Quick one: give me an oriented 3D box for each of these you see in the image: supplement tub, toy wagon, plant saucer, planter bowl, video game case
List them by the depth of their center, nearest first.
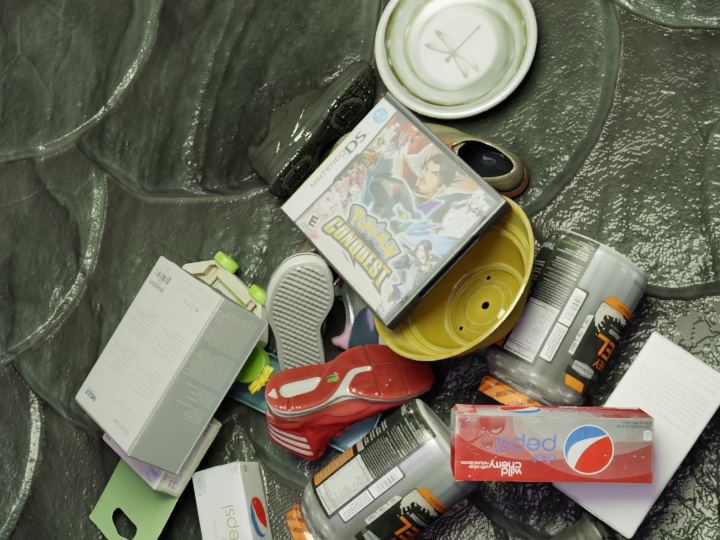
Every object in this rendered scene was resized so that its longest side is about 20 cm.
[{"bbox_3d":[0.116,0.021,1.076,0.200,0.083,0.201,-24,47,29],"label":"planter bowl"},{"bbox_3d":[0.032,-0.068,1.085,0.181,0.025,0.200,-46,61,6],"label":"video game case"},{"bbox_3d":[0.218,0.067,1.105,0.122,0.123,0.201,28,88,18],"label":"supplement tub"},{"bbox_3d":[0.023,0.248,1.122,0.200,0.123,0.123,-39,72,6],"label":"supplement tub"},{"bbox_3d":[-0.071,0.157,1.220,0.199,0.019,0.070,23,85,17],"label":"plant saucer"},{"bbox_3d":[0.119,-0.277,1.237,0.199,0.050,0.201,-3,79,14],"label":"plant saucer"},{"bbox_3d":[-0.174,0.079,1.238,0.200,0.040,0.155,42,92,26],"label":"toy wagon"}]

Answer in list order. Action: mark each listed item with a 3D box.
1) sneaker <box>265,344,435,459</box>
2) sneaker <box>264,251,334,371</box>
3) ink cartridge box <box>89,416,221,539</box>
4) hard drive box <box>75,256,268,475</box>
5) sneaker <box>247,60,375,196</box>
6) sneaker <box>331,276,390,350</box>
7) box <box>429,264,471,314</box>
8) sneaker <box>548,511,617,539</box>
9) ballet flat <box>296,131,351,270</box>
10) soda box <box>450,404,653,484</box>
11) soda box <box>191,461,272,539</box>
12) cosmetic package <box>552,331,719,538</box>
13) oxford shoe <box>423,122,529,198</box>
[{"bbox_3d":[-0.017,0.155,1.168,0.199,0.116,0.079,-5,49,-15],"label":"sneaker"},{"bbox_3d":[-0.073,0.037,1.157,0.078,0.201,0.080,-2,48,-9],"label":"sneaker"},{"bbox_3d":[-0.263,0.236,1.207,0.145,0.048,0.201,26,84,48],"label":"ink cartridge box"},{"bbox_3d":[-0.221,0.105,1.156,0.156,0.077,0.201,29,85,48],"label":"hard drive box"},{"bbox_3d":[-0.065,-0.191,1.253,0.200,0.076,0.091,-47,62,-2],"label":"sneaker"},{"bbox_3d":[0.000,0.000,1.204,0.082,0.070,0.201,-3,77,12],"label":"sneaker"},{"bbox_3d":[0.069,-0.059,1.163,0.200,0.041,0.119,46,76,-2],"label":"box"},{"bbox_3d":[0.264,0.364,1.070,0.091,0.076,0.201,-34,66,17],"label":"sneaker"},{"bbox_3d":[-0.024,-0.080,1.211,0.046,0.067,0.201,-5,58,55],"label":"ballet flat"},{"bbox_3d":[0.192,0.176,1.021,0.199,0.063,0.070,1,93,2],"label":"soda box"},{"bbox_3d":[-0.141,0.329,1.178,0.063,0.068,0.201,-15,76,12],"label":"soda box"},{"bbox_3d":[0.305,0.177,1.088,0.101,0.074,0.200,35,92,18],"label":"cosmetic package"},{"bbox_3d":[0.104,-0.145,1.202,0.199,0.075,0.071,15,83,17],"label":"oxford shoe"}]
